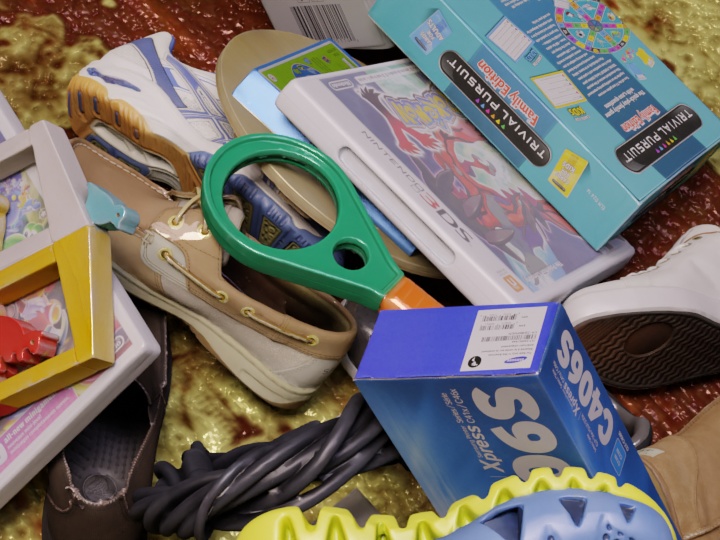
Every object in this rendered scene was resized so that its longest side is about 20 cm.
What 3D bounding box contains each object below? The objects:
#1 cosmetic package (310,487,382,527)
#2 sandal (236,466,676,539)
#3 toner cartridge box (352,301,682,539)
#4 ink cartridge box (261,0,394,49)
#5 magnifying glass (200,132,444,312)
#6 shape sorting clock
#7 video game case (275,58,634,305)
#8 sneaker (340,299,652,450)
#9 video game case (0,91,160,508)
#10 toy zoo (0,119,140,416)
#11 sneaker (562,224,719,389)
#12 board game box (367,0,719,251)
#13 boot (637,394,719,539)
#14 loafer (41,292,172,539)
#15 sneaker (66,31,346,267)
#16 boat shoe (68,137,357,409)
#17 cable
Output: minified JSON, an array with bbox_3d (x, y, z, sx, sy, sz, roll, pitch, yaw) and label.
[{"bbox_3d":[0.022,0.221,0.922,0.103,0.087,0.200,-33,71,-30],"label":"cosmetic package"},{"bbox_3d":[0.042,0.145,0.827,0.198,0.080,0.087,-12,38,5],"label":"sandal"},{"bbox_3d":[0.082,0.098,0.886,0.094,0.201,0.043,-3,46,32],"label":"toner cartridge box"},{"bbox_3d":[-0.008,-0.269,1.188,0.083,0.176,0.201,1,46,31],"label":"ink cartridge box"},{"bbox_3d":[0.000,0.000,0.984,0.200,0.022,0.080,38,55,13],"label":"magnifying glass"},{"bbox_3d":[-0.001,-0.069,1.106,0.199,0.039,0.201,32,25,-17],"label":"shape sorting clock"},{"bbox_3d":[0.061,-0.052,1.091,0.182,0.023,0.200,45,25,11],"label":"video game case"},{"bbox_3d":[0.079,0.056,1.053,0.199,0.082,0.077,28,54,5],"label":"sneaker"},{"bbox_3d":[-0.201,0.014,0.981,0.201,0.143,0.018,54,16,28],"label":"video game case"},{"bbox_3d":[-0.196,0.011,0.956,0.199,0.020,0.132,-24,67,22],"label":"toy zoo"},{"bbox_3d":[0.183,0.017,1.114,0.199,0.073,0.085,1,48,-35],"label":"sneaker"},{"bbox_3d":[0.119,-0.120,1.163,0.200,0.047,0.151,47,37,8],"label":"board game box"},{"bbox_3d":[0.215,0.150,1.028,0.199,0.066,0.177,-19,99,-44],"label":"boot"},{"bbox_3d":[-0.131,0.061,1.000,0.072,0.072,0.201,3,56,-13],"label":"loafer"},{"bbox_3d":[-0.075,-0.072,1.105,0.200,0.075,0.088,39,55,12],"label":"sneaker"},{"bbox_3d":[-0.085,-0.011,1.026,0.200,0.066,0.074,39,29,-15],"label":"boat shoe"},{"bbox_3d":[-0.038,0.090,0.935,0.200,0.162,0.051,-17,93,-63],"label":"cable"}]
